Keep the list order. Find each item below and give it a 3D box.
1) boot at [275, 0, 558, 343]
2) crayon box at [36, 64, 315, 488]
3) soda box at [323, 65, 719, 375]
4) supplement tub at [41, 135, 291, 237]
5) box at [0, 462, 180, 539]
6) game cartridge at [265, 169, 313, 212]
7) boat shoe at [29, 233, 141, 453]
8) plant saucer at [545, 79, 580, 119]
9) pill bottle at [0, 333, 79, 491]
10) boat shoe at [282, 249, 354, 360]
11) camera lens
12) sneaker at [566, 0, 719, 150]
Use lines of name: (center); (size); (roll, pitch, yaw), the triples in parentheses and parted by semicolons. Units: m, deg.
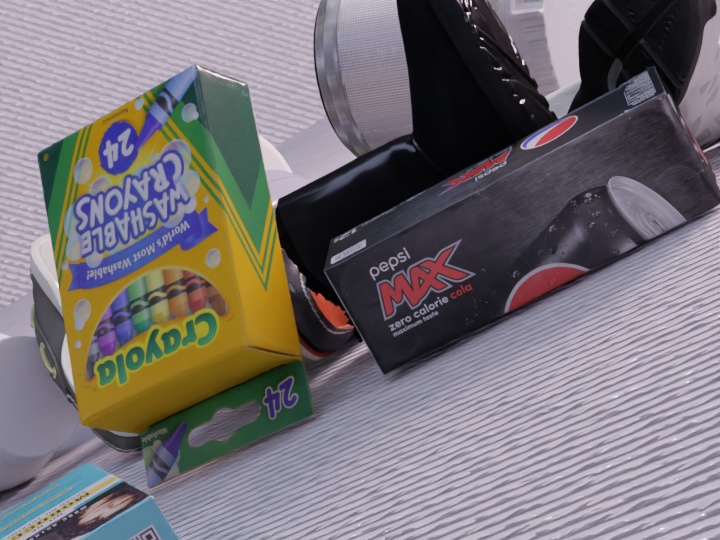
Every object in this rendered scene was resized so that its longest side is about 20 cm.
boot: (0.021, -0.062, 1.234); (0.168, 0.200, 0.076); (-26, 30, 15)
crayon box: (-0.104, 0.004, 1.230); (0.126, 0.200, 0.052); (-26, -24, 31)
soda box: (0.084, -0.025, 1.168); (0.200, 0.071, 0.063); (-28, 13, 11)
supplement tub: (-0.159, -0.026, 1.873); (0.200, 0.145, 0.145); (-24, 9, 37)
box: (-0.132, 0.134, 1.014); (0.082, 0.049, 0.200); (-32, 7, -13)
game cartridge: (-0.074, 0.006, 1.369); (0.133, 0.042, 0.200); (-65, -13, 18)
boat shoe: (-0.169, 0.054, 1.455); (0.072, 0.060, 0.202); (-7, 39, -21)
plant saucer: (0.124, -0.080, 1.484); (0.200, 0.050, 0.200); (-28, 6, 3)
pill bottle: (-0.276, 0.104, 1.561); (0.112, 0.112, 0.200); (-35, 9, -37)
boat shoe: (0.000, 0.000, 1.374); (0.063, 0.071, 0.200); (-24, 4, 22)
camera lens: (0.076, -0.166, 1.703); (0.200, 0.160, 0.160); (-7, 17, 27)
sneaker: (0.184, -0.121, 1.248); (0.115, 0.076, 0.201); (-28, -20, -22)
